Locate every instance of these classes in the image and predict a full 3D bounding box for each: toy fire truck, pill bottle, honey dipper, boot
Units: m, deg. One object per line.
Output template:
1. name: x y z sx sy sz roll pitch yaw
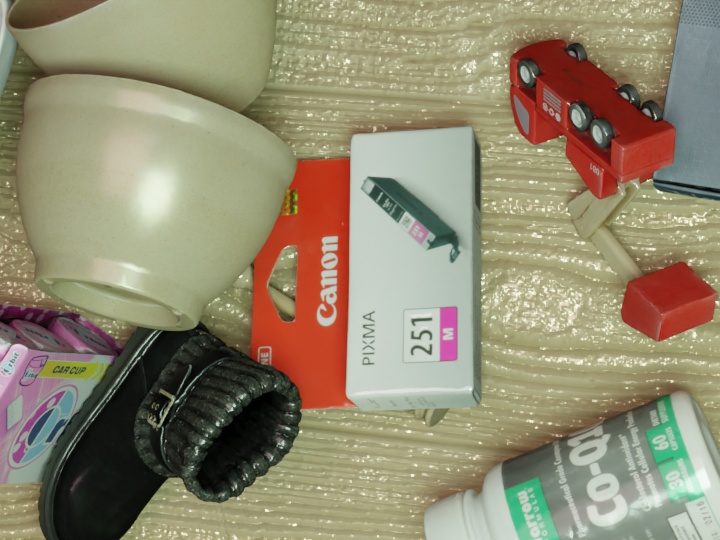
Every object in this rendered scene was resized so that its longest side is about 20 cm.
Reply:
1. toy fire truck: 0.171 -0.059 1.291 0.049 0.142 0.200 -20 40 -22
2. pill bottle: 0.152 0.168 1.264 0.199 0.113 0.114 -24 79 12
3. honey dipper: -0.019 0.046 1.366 0.200 0.038 0.038 34 94 19
4. boot: -0.140 0.138 1.328 0.158 0.079 0.212 34 98 48

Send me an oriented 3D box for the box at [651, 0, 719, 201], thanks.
1. box: 0.297 -0.141 1.286 0.157 0.051 0.201 11 88 18

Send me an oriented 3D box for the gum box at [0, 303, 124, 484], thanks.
1. gum box: -0.251 0.090 1.339 0.066 0.200 0.114 35 96 16

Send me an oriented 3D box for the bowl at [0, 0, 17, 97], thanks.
1. bowl: -0.358 -0.144 1.411 0.199 0.075 0.201 21 89 16

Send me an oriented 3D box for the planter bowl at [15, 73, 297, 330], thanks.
1. planter bowl: -0.157 -0.037 1.312 0.199 0.200 0.135 10 75 16

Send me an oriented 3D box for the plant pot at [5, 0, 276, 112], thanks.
1. plant pot: -0.139 -0.175 1.358 0.200 0.201 0.135 -24 116 12

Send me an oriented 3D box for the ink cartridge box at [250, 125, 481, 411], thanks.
1. ink cartridge box: 0.000 0.000 1.337 0.173 0.044 0.201 -3 71 12
